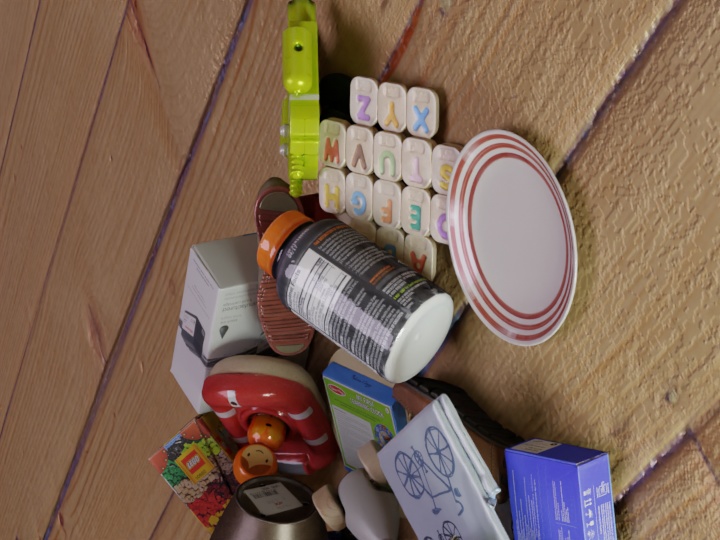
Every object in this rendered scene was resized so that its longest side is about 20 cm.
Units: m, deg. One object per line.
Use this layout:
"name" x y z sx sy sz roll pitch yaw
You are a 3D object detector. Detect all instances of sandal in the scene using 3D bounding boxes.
"sandal" -0.005 -0.129 1.672 0.201 0.048 0.076 62 148 27

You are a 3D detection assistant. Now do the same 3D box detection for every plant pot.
"plant pot" -0.104 0.334 1.750 0.187 0.185 0.202 39 129 48

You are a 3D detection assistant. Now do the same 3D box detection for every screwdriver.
"screwdriver" -0.057 0.304 1.818 0.028 0.198 0.029 -24 -68 -77

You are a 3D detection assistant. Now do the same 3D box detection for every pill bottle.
"pill bottle" -0.012 0.018 1.598 0.199 0.106 0.107 35 133 26

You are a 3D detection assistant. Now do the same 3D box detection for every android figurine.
"android figurine" -0.065 -0.179 1.688 0.182 0.041 0.202 100 170 -70

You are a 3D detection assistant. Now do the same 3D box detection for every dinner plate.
"dinner plate" 0.142 -0.031 1.467 0.200 0.024 0.202 29 125 52

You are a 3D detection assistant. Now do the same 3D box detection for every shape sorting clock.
"shape sorting clock" 0.022 0.176 1.748 0.200 0.039 0.201 41 144 38

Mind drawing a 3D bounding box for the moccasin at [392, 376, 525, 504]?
"moccasin" 0.093 0.165 1.579 0.201 0.073 0.078 34 111 46

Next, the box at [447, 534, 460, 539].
"box" 0.122 0.354 1.470 0.200 0.050 0.199 40 150 9

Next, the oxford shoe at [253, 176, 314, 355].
"oxford shoe" -0.081 -0.006 1.755 0.074 0.070 0.202 -102 11 -69

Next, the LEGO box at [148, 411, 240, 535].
"LEGO box" -0.169 0.248 1.940 0.149 0.077 0.200 50 -178 1

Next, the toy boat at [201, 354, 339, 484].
"toy boat" -0.110 0.189 1.819 0.129 0.132 0.201 -2 140 23

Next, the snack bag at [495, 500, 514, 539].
"snack bag" 0.160 0.277 1.558 0.188 0.021 0.202 -13 89 62

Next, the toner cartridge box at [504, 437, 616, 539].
"toner cartridge box" 0.187 0.259 1.443 0.095 0.043 0.202 7 107 52

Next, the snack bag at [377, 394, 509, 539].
"snack bag" 0.091 0.232 1.508 0.201 0.021 0.189 62 155 13

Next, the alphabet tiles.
"alphabet tiles" 0.030 -0.092 1.605 0.199 0.015 0.198 17 113 42

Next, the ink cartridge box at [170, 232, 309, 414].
"ink cartridge box" -0.132 0.058 1.872 0.084 0.144 0.201 52 142 37

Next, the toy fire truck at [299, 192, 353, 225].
"toy fire truck" 0.000 0.000 1.712 0.200 0.048 0.142 27 122 54

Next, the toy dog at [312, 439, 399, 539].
"toy dog" 0.030 0.282 1.669 0.131 0.096 0.202 -23 57 21
